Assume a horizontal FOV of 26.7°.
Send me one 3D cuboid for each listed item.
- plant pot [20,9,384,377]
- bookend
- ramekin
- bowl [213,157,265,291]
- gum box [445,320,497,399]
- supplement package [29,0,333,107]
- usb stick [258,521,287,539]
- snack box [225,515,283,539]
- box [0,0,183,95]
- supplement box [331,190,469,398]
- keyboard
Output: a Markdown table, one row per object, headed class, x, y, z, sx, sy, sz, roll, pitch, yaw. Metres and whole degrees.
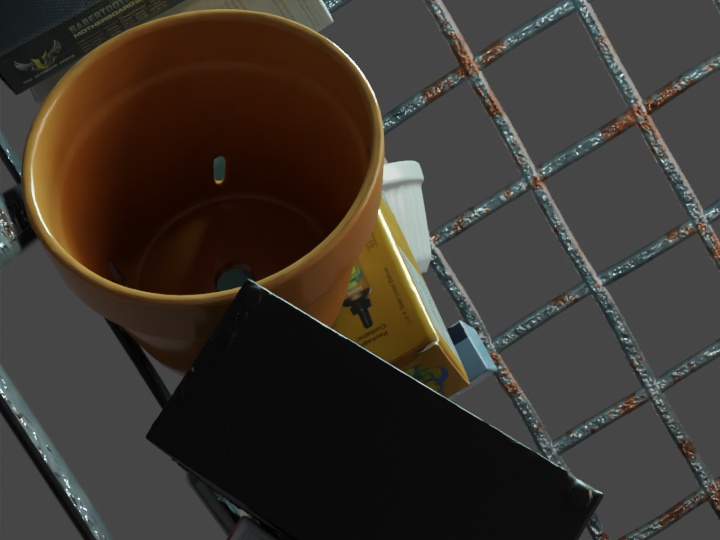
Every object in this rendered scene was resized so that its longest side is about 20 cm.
| class | x | y | z | sx | sy | sz | roll | pitch | yaw |
| --- | --- | --- | --- | --- | --- | --- | --- | --- | --- |
| plant pot | -0.080 | -0.029 | 0.874 | 0.141 | 0.198 | 0.201 | 81 | -16 | -56 |
| bookend | 0.018 | 0.118 | 0.776 | 0.199 | 0.093 | 0.199 | 30 | -11 | 18 |
| ramekin | -0.030 | -0.018 | 1.307 | 0.202 | 0.200 | 0.095 | 12 | 59 | -84 |
| bowl | -0.072 | 0.016 | 1.064 | 0.202 | 0.104 | 0.201 | 57 | 9 | -14 |
| gum box | 0.023 | 0.104 | 1.192 | 0.045 | 0.169 | 0.200 | 59 | 4 | 8 |
| supplement package | -0.142 | -0.191 | 1.069 | 0.121 | 0.199 | 0.121 | 61 | 4 | 21 |
| usb stick | -0.021 | 0.169 | 0.901 | 0.201 | 0.055 | 0.033 | 57 | -28 | 34 |
| snack box | 0.026 | 0.198 | 0.697 | 0.142 | 0.053 | 0.199 | 41 | -10 | -37 |
| box | -0.172 | -0.229 | 0.978 | 0.159 | 0.198 | 0.051 | 61 | 0 | 23 |
| supplement box | 0.000 | 0.000 | 0.970 | 0.069 | 0.066 | 0.201 | 53 | 12 | -49 |
| keyboard | -0.049 | 0.182 | 0.899 | 0.201 | 0.011 | 0.056 | 58 | -1 | -23 |
